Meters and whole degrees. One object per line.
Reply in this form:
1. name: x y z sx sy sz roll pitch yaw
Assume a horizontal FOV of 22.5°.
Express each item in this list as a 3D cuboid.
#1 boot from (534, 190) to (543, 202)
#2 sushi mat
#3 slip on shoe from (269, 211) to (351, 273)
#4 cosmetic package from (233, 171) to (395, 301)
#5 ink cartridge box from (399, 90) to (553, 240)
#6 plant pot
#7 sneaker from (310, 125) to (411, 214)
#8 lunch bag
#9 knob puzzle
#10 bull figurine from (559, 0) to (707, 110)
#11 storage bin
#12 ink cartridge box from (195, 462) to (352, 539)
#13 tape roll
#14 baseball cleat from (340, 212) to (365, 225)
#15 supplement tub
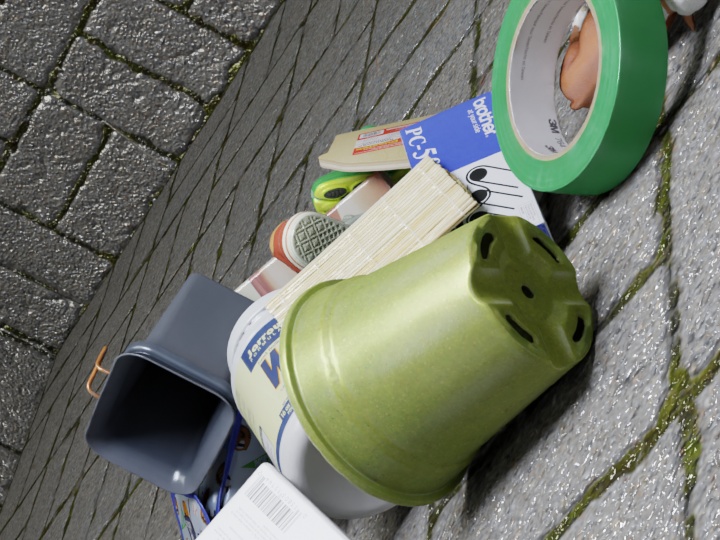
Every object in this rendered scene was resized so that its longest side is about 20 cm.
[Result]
1. boot: 0.098 -0.051 1.647 0.200 0.090 0.073 -63 14 -2
2. sushi mat: 0.008 -0.014 1.553 0.200 0.012 0.096 -42 36 -1
3. slip on shoe: 0.000 0.000 1.683 0.061 0.200 0.074 -1 68 55
4. cosmetic package: -0.025 -0.001 1.819 0.200 0.103 0.087 -41 0 7
5. ink cartridge box: 0.100 -0.070 1.586 0.094 0.044 0.200 -23 39 6
6. plant pot: 0.071 0.054 1.397 0.184 0.200 0.200 -37 27 37
7. sneaker: 0.009 -0.104 1.928 0.200 0.084 0.074 -26 -34 -46
8. lunch bag: -0.123 0.226 1.876 0.170 0.124 0.200 169 116 -73
9. knob puzzle: 0.057 -0.119 1.798 0.220 0.220 0.030 -126 22 -75
10. bull figurine: 0.232 -0.219 1.534 0.200 0.065 0.121 -46 19 46
11. storage bin: -0.180 0.100 1.769 0.134 0.145 0.200 -65 3 -39
12. ink cartridge box: -0.068 0.275 1.422 0.176 0.045 0.200 -47 51 -5
13. tape roll: 0.177 -0.163 1.495 0.200 0.048 0.201 -176 90 -65
14. baseball cleat: 0.038 -0.023 1.734 0.200 0.106 0.070 -30 20 18
15. supplement tub: -0.029 0.110 1.595 0.145 0.145 0.200 -60 32 12
